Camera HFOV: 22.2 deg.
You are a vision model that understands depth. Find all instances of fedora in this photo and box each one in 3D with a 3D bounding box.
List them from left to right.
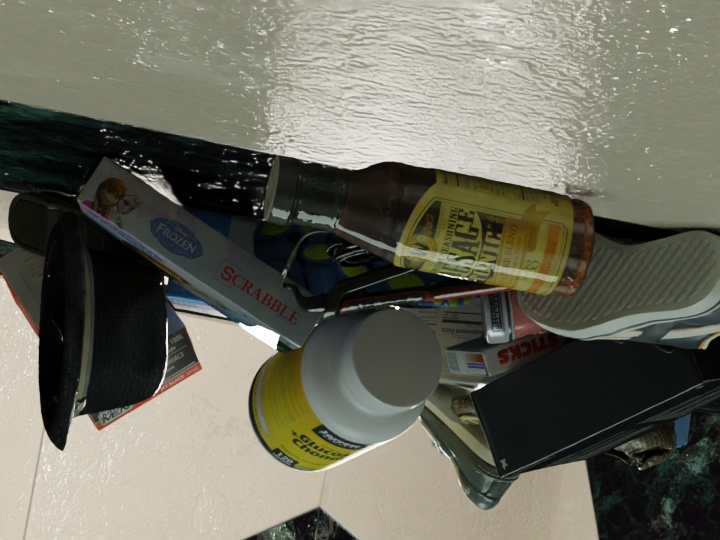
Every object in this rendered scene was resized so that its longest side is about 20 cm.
[{"bbox_3d":[-0.206,0.049,1.482,0.091,0.203,0.200,1,178,-17],"label":"fedora"}]

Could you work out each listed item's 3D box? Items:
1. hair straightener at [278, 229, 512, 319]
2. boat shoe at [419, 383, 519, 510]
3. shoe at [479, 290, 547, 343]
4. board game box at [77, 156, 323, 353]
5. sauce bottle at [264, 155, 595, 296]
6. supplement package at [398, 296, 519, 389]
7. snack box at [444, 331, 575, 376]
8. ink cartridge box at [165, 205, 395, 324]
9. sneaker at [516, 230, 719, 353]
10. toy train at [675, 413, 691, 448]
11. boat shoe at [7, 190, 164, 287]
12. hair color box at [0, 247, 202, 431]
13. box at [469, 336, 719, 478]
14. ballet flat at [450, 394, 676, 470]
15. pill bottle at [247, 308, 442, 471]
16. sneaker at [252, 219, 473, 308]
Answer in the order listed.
[{"bbox_3d":[0.031,-0.014,1.301,0.198,0.078,0.041,-9,-172,20],"label":"hair straightener"},{"bbox_3d":[0.079,0.146,1.671,0.072,0.062,0.200,8,-159,-32],"label":"boat shoe"},{"bbox_3d":[0.138,0.017,1.425,0.090,0.072,0.200,-6,-175,2],"label":"shoe"},{"bbox_3d":[-0.126,-0.007,1.435,0.199,0.041,0.200,33,173,-3],"label":"board game box"},{"bbox_3d":[0.041,-0.030,1.115,0.198,0.067,0.066,9,175,-9],"label":"sauce bottle"},{"bbox_3d":[0.154,0.059,1.648,0.199,0.112,0.155,12,175,-30],"label":"supplement package"},{"bbox_3d":[0.171,0.047,1.498,0.199,0.025,0.072,-17,-175,-23],"label":"snack box"},{"bbox_3d":[-0.066,0.007,1.634,0.198,0.084,0.145,10,174,-2],"label":"ink cartridge box"},{"bbox_3d":[0.195,0.016,1.259,0.079,0.079,0.199,20,168,-35],"label":"sneaker"},{"bbox_3d":[0.259,0.115,1.794,0.086,0.115,0.200,11,174,-14],"label":"toy train"},{"bbox_3d":[-0.226,-0.026,1.608,0.068,0.073,0.199,-6,-152,-45],"label":"boat shoe"},{"bbox_3d":[-0.237,0.039,1.651,0.200,0.110,0.064,49,164,44],"label":"hair color box"},{"bbox_3d":[0.208,0.088,1.448,0.199,0.079,0.141,-30,166,34],"label":"box"},{"bbox_3d":[0.175,0.139,1.594,0.198,0.047,0.067,9,173,-2],"label":"ballet flat"},{"bbox_3d":[-0.011,0.096,1.524,0.111,0.113,0.200,12,159,-21],"label":"pill bottle"},{"bbox_3d":[0.000,0.000,1.498,0.198,0.071,0.083,9,170,-27],"label":"sneaker"}]
